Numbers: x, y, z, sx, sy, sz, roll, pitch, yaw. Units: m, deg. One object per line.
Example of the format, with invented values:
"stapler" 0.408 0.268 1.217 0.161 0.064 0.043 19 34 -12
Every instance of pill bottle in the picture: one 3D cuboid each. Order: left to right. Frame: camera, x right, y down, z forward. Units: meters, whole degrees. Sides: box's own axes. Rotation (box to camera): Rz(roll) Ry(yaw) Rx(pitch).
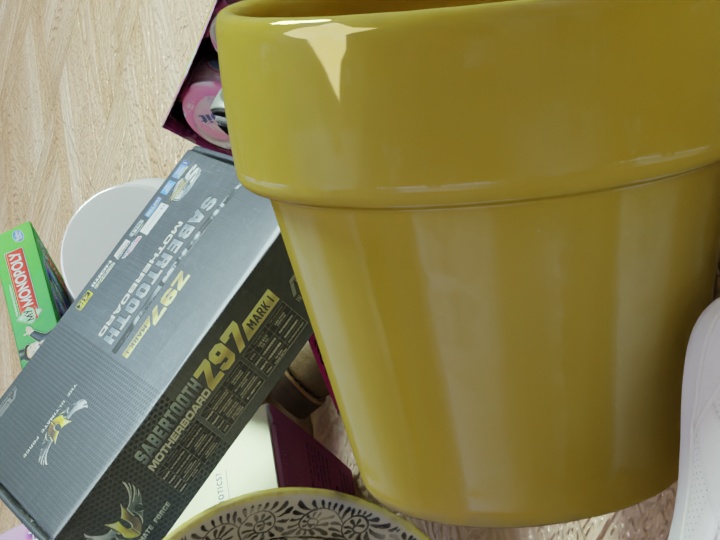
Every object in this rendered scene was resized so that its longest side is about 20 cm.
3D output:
"pill bottle" -0.120 0.004 1.160 0.200 0.110 0.113 42 -129 -79

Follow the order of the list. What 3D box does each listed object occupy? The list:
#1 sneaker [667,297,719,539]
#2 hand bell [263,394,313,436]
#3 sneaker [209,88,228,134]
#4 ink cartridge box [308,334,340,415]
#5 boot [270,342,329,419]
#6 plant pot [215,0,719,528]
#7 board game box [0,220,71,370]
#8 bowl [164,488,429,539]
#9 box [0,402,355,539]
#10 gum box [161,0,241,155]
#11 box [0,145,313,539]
"sneaker" 0.144 0.092 0.573 0.116 0.073 0.202 143 131 -68
"hand bell" -0.084 0.066 1.062 0.200 0.103 0.105 85 -179 -67
"sneaker" -0.014 -0.084 1.001 0.200 0.073 0.089 55 -126 -70
"ink cartridge box" 0.000 0.000 0.918 0.201 0.037 0.095 108 145 -49
"boot" -0.025 0.004 1.102 0.075 0.074 0.201 -37 30 14
"plant pot" 0.055 -0.015 0.704 0.201 0.199 0.191 -150 51 -68
"board game box" -0.161 0.084 1.135 0.135 0.029 0.201 -118 4 -50
"bowl" -0.038 0.206 0.838 0.094 0.199 0.203 144 128 -63
"box" -0.097 0.203 1.026 0.199 0.097 0.177 -26 49 18
"gum box" -0.050 -0.170 1.135 0.200 0.066 0.114 124 168 -53
"box" -0.097 0.040 0.897 0.201 0.051 0.157 -54 28 -6
